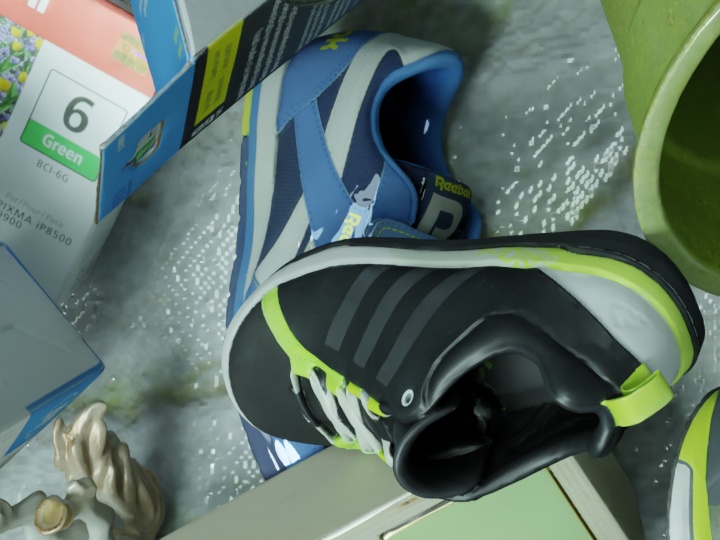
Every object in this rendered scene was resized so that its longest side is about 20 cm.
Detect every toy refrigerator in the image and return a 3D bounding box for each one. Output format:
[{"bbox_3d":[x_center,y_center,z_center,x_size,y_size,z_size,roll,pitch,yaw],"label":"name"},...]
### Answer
[{"bbox_3d":[-0.003,0.113,0.834,0.200,0.076,0.070,-29,22,12],"label":"toy refrigerator"}]

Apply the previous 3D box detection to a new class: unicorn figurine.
[{"bbox_3d":[-0.136,0.156,0.909,0.074,0.137,0.200,40,81,27],"label":"unicorn figurine"}]

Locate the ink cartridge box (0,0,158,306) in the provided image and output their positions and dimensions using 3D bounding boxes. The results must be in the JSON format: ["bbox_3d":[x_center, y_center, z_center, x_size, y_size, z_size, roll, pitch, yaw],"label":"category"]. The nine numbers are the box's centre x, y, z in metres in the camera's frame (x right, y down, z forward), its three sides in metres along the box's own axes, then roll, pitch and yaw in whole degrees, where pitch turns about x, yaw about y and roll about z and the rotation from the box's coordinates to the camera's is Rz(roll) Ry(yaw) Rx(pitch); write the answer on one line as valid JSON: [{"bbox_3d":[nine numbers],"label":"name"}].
[{"bbox_3d":[-0.124,-0.094,0.933,0.109,0.050,0.200,30,116,2],"label":"ink cartridge box"}]

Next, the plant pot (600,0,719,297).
[{"bbox_3d":[0.147,-0.125,0.784,0.200,0.200,0.190,-37,51,17],"label":"plant pot"}]

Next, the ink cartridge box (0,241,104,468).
[{"bbox_3d":[-0.202,0.086,0.889,0.200,0.116,0.068,-42,86,26],"label":"ink cartridge box"}]

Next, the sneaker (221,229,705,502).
[{"bbox_3d":[0.018,0.035,0.765,0.200,0.072,0.083,-13,31,42],"label":"sneaker"}]

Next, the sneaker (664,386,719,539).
[{"bbox_3d":[0.156,0.132,0.780,0.081,0.074,0.201,-17,76,14],"label":"sneaker"}]

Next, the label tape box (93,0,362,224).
[{"bbox_3d":[-0.035,-0.114,0.827,0.200,0.144,0.063,-40,87,-11],"label":"label tape box"}]

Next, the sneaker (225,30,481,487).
[{"bbox_3d":[0.000,0.000,0.888,0.082,0.074,0.201,-5,77,26],"label":"sneaker"}]

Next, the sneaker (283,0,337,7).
[{"bbox_3d":[0.037,-0.151,0.738,0.200,0.080,0.086,-32,91,0],"label":"sneaker"}]
